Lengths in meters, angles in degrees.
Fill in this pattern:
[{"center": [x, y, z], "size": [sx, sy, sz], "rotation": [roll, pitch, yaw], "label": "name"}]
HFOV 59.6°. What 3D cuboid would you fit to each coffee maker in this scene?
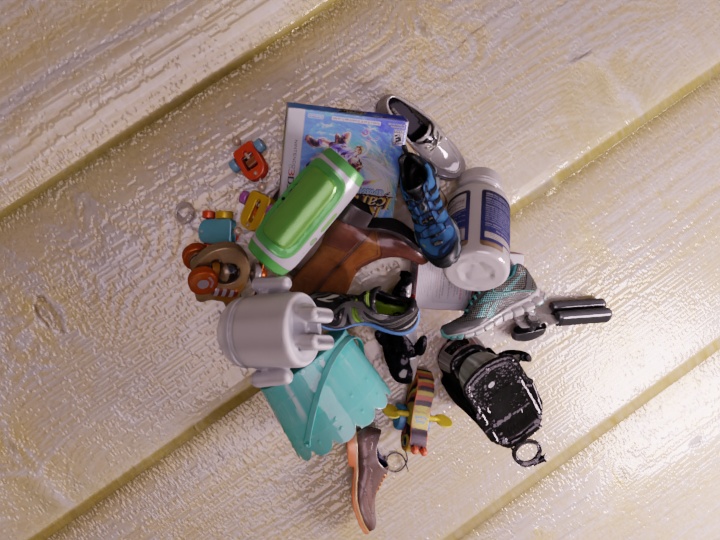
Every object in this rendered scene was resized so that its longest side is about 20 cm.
[{"center": [0.225, 0.223, 1.112], "size": [0.133, 0.200, 0.195], "rotation": [-9, 97, -6], "label": "coffee maker"}]

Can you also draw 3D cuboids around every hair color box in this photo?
[{"center": [0.191, 0.015, 1.148], "size": [0.197, 0.064, 0.113], "rotation": [4, 97, -9], "label": "hair color box"}]

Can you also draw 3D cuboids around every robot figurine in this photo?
[{"center": [-0.139, 0.094, 0.974], "size": [0.197, 0.113, 0.172], "rotation": [-4, 78, 25], "label": "robot figurine"}]

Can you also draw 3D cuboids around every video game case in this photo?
[{"center": [-0.032, -0.170, 1.037], "size": [0.197, 0.046, 0.184], "rotation": [4, 115, -11], "label": "video game case"}]

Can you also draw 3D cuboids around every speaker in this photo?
[{"center": [-0.086, -0.091, 0.980], "size": [0.088, 0.088, 0.200], "rotation": [40, 94, -12], "label": "speaker"}]

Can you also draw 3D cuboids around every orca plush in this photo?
[{"center": [0.062, 0.105, 1.101], "size": [0.070, 0.105, 0.203], "rotation": [-7, 115, -36], "label": "orca plush"}]

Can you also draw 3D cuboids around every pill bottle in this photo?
[{"center": [0.200, -0.076, 1.073], "size": [0.110, 0.111, 0.202], "rotation": [19, 54, -12], "label": "pill bottle"}]

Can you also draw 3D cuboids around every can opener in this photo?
[{"center": [0.381, 0.089, 1.205], "size": [0.197, 0.053, 0.067], "rotation": [-7, 133, -7], "label": "can opener"}]

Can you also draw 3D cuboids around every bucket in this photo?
[{"center": [-0.061, 0.202, 1.064], "size": [0.206, 0.207, 0.136], "rotation": [-34, 97, -4], "label": "bucket"}]

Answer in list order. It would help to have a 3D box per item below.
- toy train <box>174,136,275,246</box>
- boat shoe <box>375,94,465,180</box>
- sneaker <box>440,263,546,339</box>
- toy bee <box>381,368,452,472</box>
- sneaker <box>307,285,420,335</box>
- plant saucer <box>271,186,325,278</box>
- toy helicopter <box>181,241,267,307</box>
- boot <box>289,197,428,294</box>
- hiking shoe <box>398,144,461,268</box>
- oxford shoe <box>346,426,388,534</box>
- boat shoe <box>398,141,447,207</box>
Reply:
[{"center": [-0.211, -0.120, 1.063], "size": [0.199, 0.056, 0.151], "rotation": [-39, 77, 12], "label": "toy train"}, {"center": [0.112, -0.234, 1.099], "size": [0.072, 0.066, 0.200], "rotation": [-45, 103, -2], "label": "boat shoe"}, {"center": [0.221, 0.054, 1.101], "size": [0.198, 0.078, 0.092], "rotation": [-25, 87, -8], "label": "sneaker"}, {"center": [0.108, 0.288, 1.148], "size": [0.129, 0.109, 0.203], "rotation": [-9, 99, -10], "label": "toy bee"}, {"center": [0.002, 0.056, 1.034], "size": [0.197, 0.071, 0.083], "rotation": [6, 138, 0], "label": "sneaker"}, {"center": [-0.071, -0.077, 1.106], "size": [0.197, 0.032, 0.203], "rotation": [-1, 98, -9], "label": "plant saucer"}, {"center": [-0.209, 0.032, 1.051], "size": [0.131, 0.079, 0.202], "rotation": [-19, 134, -11], "label": "toy helicopter"}, {"center": [0.000, 0.000, 1.066], "size": [0.187, 0.069, 0.201], "rotation": [24, 114, -23], "label": "boot"}, {"center": [0.099, -0.097, 0.999], "size": [0.074, 0.086, 0.202], "rotation": [-28, 62, 23], "label": "hiking shoe"}, {"center": [0.018, 0.388, 1.158], "size": [0.072, 0.071, 0.203], "rotation": [-6, 99, 3], "label": "oxford shoe"}, {"center": [0.070, -0.171, 1.100], "size": [0.072, 0.072, 0.201], "rotation": [-40, 108, -4], "label": "boat shoe"}]
